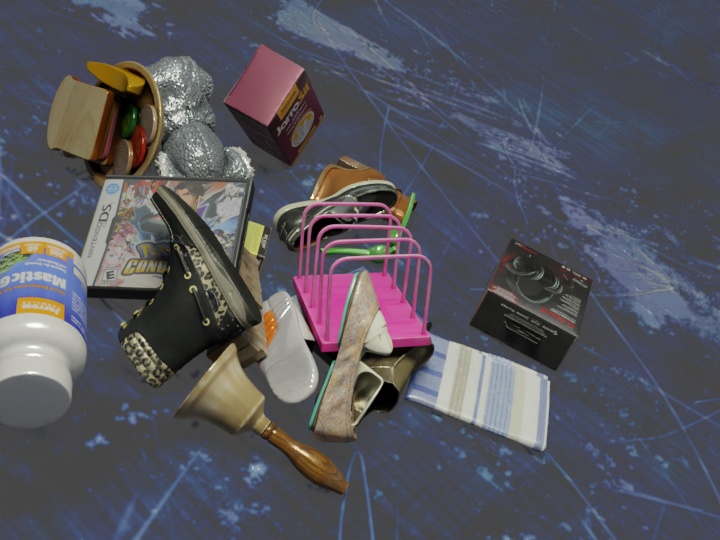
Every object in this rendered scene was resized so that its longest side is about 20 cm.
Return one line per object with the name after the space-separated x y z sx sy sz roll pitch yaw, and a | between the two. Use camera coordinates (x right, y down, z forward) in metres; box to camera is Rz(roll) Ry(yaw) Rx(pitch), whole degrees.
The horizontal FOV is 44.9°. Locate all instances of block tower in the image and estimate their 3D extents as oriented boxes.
-0.159 0.044 1.098 0.054 0.058 0.200 49 17 -34 | block tower

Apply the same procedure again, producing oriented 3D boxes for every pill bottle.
-0.349 0.065 0.930 0.112 0.112 0.200 7 37 -23 | pill bottle

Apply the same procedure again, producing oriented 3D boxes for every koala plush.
-0.264 -0.192 1.295 0.177 0.184 0.200 -8 57 -37 | koala plush

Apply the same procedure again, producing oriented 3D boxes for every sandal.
-0.089 0.106 1.066 0.059 0.079 0.207 51 6 -36 | sandal

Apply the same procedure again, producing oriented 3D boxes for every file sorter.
0.000 0.000 1.127 0.138 0.126 0.200 -2 24 -15 | file sorter

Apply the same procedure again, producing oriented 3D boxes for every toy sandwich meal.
-0.359 -0.209 1.229 0.070 0.205 0.205 5 35 -51 | toy sandwich meal

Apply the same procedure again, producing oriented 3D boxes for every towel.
0.162 0.162 1.181 0.199 0.024 0.147 21 36 -1 | towel

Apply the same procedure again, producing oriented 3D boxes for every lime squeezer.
0.033 -0.050 1.362 0.200 0.038 0.071 -34 59 -28 | lime squeezer

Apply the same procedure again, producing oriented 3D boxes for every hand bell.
-0.096 0.183 0.968 0.200 0.104 0.104 38 35 -1 | hand bell

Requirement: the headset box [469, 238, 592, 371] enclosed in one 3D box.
0.263 0.053 1.340 0.148 0.077 0.200 28 33 7 | headset box

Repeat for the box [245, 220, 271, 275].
-0.228 -0.052 1.213 0.199 0.050 0.075 17 38 -10 | box

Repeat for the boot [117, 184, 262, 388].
-0.225 0.018 1.005 0.204 0.154 0.073 55 5 14 | boot

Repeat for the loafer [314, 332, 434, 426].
0.030 0.139 1.094 0.200 0.076 0.067 -28 59 -38 | loafer

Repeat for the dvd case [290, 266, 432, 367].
-0.008 0.066 1.213 0.143 0.018 0.200 40 37 22 | dvd case

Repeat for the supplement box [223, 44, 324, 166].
-0.134 -0.261 1.409 0.085 0.111 0.200 31 -6 12 | supplement box

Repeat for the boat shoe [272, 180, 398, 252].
-0.029 -0.080 1.321 0.199 0.072 0.068 -19 44 -17 | boat shoe

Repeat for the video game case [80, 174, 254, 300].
-0.245 -0.044 1.101 0.199 0.026 0.181 2 55 5 | video game case

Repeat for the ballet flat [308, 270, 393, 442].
0.000 0.102 1.000 0.067 0.201 0.068 16 0 9 | ballet flat

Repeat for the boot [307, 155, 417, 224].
0.003 -0.107 1.420 0.155 0.077 0.200 32 28 5 | boot
